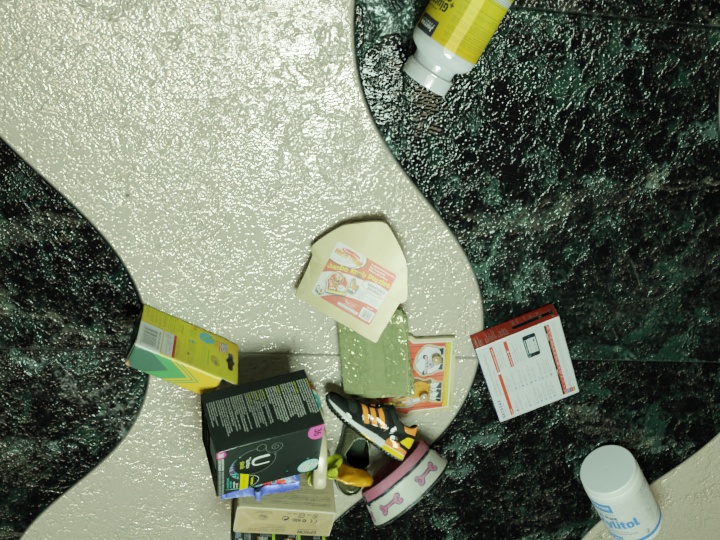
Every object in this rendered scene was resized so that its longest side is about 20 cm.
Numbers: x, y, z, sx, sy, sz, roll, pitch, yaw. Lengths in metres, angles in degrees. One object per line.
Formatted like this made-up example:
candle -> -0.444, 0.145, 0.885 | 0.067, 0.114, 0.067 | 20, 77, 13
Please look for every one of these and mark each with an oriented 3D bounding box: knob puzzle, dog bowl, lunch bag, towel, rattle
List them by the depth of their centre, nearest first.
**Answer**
knob puzzle -> 0.000, 0.000, 1.414 | 0.214, 0.031, 0.226 | 2, 105, 6
lunch bag -> -0.194, 0.358, 1.500 | 0.146, 0.201, 0.096 | -3, 119, -6
towel -> 0.028, 0.162, 1.503 | 0.144, 0.037, 0.204 | -2, 118, 11
rattle -> -0.045, 0.322, 1.535 | 0.139, 0.130, 0.206 | 0, 82, 7
knob puzzle -> 0.094, 0.219, 1.565 | 0.214, 0.031, 0.224 | -4, 119, -6
dog bowl -> 0.084, 0.427, 1.593 | 0.199, 0.200, 0.074 | -41, 85, 14

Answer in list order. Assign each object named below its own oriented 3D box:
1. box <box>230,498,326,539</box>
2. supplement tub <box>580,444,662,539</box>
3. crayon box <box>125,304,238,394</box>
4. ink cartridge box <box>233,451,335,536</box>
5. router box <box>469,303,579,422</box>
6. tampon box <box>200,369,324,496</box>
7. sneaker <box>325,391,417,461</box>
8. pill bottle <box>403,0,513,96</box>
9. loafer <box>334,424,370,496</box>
box -> -0.168, 0.509, 1.588 | 0.188, 0.201, 0.048 | 8, 116, -13
supplement tub -> 0.581, 0.502, 1.734 | 0.130, 0.133, 0.202 | -30, 119, 9
crayon box -> -0.318, 0.151, 1.412 | 0.197, 0.128, 0.051 | 26, 113, -20
ink cartridge box -> -0.155, 0.442, 1.572 | 0.195, 0.166, 0.077 | 7, 122, -11
router box -> 0.332, 0.189, 1.572 | 0.176, 0.049, 0.203 | -21, 119, 3
tampon box -> -0.178, 0.292, 1.406 | 0.195, 0.128, 0.152 | -11, 139, -19
sneaker -> 0.023, 0.285, 1.540 | 0.199, 0.070, 0.091 | 38, 76, -5
pill bottle -> 0.149, -0.378, 1.200 | 0.110, 0.113, 0.202 | 24, 112, -20
loafer -> -0.017, 0.397, 1.622 | 0.073, 0.070, 0.204 | 1, 118, -8
